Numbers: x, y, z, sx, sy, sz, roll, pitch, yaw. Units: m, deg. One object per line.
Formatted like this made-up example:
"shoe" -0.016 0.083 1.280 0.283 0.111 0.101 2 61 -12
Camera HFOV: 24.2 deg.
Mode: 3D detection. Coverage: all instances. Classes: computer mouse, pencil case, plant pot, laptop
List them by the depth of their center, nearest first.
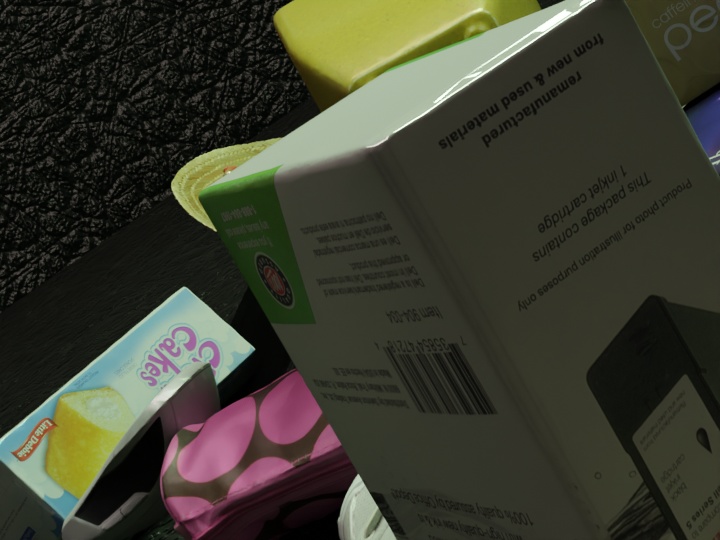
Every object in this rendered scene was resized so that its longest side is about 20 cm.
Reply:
"pencil case" -0.005 0.077 0.793 0.199 0.091 0.094 -30 24 28
"computer mouse" -0.126 0.130 0.912 0.200 0.044 0.110 -53 -7 32
"laptop" -0.008 0.042 1.150 0.201 0.115 0.187 -65 17 -8
"plant pot" 0.059 -0.135 1.249 0.194 0.195 0.200 -28 17 7

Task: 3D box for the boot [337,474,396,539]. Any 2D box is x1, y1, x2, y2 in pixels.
"boot" 0.080 0.068 0.654 0.200 0.074 0.096 -41 16 5

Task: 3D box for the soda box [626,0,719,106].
"soda box" 0.158 -0.124 0.834 0.199 0.068 0.064 -34 6 31

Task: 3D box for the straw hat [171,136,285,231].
"straw hat" 0.000 0.000 0.855 0.199 0.086 0.201 6 21 -2

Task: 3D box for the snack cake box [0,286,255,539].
"snack cake box" -0.164 0.109 1.059 0.200 0.067 0.115 -44 -8 -47

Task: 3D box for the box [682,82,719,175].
"box" 0.200 -0.053 0.770 0.200 0.079 0.141 -42 9 -37

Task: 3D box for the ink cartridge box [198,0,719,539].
"ink cartridge box" 0.055 0.038 0.478 0.084 0.201 0.145 -34 11 -20
